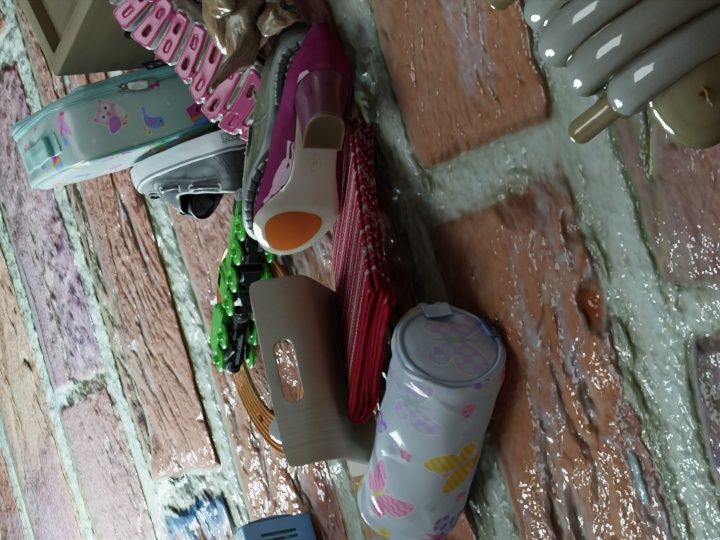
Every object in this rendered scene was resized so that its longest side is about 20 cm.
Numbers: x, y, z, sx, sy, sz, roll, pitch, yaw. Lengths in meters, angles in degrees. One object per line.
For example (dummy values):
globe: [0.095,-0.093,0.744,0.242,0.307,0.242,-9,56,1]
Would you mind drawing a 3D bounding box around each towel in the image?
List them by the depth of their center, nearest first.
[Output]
towel: [0.000,0.000,1.648,0.201,0.022,0.145,-96,12,-45]

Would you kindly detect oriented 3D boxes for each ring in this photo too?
ring: [-0.079,0.068,1.927,0.200,0.019,0.202,39,136,51]

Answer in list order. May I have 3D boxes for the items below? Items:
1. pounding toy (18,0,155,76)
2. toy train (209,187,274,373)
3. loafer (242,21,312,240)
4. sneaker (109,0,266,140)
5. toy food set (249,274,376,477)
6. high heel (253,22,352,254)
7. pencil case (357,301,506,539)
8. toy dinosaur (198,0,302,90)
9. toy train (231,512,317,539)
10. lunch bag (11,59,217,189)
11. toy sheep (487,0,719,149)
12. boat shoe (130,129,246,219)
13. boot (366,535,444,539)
pounding toy: [-0.232,-0.286,1.949,0.185,0.142,0.200,62,141,25]
toy train: [-0.104,0.009,1.885,0.057,0.041,0.201,-113,25,-42]
loafer: [-0.053,-0.112,1.733,0.070,0.075,0.201,-101,22,-55]
sneaker: [-0.117,-0.189,1.815,0.200,0.087,0.074,43,127,14]
toy food set: [-0.038,0.089,1.701,0.200,0.060,0.144,32,-136,-76]
high heel: [-0.043,-0.098,1.685,0.200,0.067,0.097,118,155,-51]
pencil case: [0.049,0.117,1.614,0.091,0.083,0.201,51,146,34]
toy dinosaur: [-0.102,-0.218,1.708,0.136,0.085,0.201,130,139,-62]
toy train: [-0.085,0.307,2.003,0.200,0.086,0.115,118,141,-58]
lunch bag: [-0.229,-0.132,1.962,0.200,0.160,0.078,-19,87,66]
toy sheep: [0.149,-0.157,1.208,0.201,0.138,0.138,56,153,2]
boat shoe: [-0.147,-0.079,1.941,0.200,0.070,0.067,-17,87,57]
boot: [-0.002,0.265,1.730,0.200,0.144,0.073,-5,97,63]
